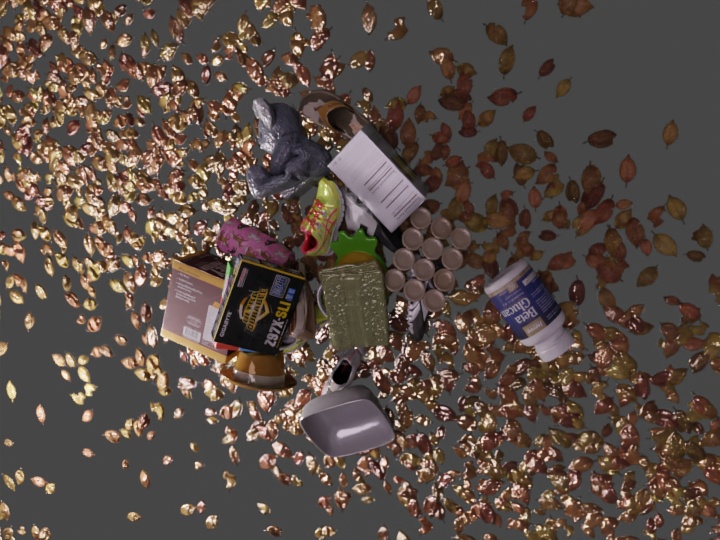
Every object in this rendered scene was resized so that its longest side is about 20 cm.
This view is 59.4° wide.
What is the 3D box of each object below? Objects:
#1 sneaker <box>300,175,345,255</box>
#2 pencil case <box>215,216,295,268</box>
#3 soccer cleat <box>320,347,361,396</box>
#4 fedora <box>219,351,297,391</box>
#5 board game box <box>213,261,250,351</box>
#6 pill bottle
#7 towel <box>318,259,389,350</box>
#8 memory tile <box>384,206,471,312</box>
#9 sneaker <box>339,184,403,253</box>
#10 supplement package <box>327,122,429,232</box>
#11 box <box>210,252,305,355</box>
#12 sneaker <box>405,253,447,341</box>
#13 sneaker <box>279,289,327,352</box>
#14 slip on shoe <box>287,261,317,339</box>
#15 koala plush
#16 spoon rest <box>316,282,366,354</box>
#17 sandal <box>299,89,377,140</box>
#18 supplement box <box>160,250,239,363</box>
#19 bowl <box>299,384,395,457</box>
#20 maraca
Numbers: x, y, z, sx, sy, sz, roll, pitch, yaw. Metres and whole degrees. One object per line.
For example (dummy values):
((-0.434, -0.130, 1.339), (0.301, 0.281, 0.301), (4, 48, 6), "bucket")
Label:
((-0.093, -0.115, 1.432), (0.078, 0.089, 0.204), (38, 131, 42), "sneaker")
((-0.256, -0.050, 1.538), (0.198, 0.087, 0.084), (31, 140, 11), "pencil case")
((-0.056, 0.278, 1.534), (0.068, 0.085, 0.203), (29, 109, 10), "soccer cleat")
((-0.243, 0.234, 1.537), (0.196, 0.200, 0.084), (12, 93, 16), "fedora")
((-0.251, 0.089, 1.469), (0.150, 0.040, 0.204), (7, 108, -23), "board game box")
((0.362, 0.087, 1.337), (0.110, 0.111, 0.202), (-37, 88, 22), "pill bottle")
((-0.009, 0.080, 1.393), (0.145, 0.037, 0.205), (-6, 111, 8), "towel")
((0.149, -0.024, 1.390), (0.151, 0.017, 0.203), (24, 82, 4), "memory tile")
((0.017, -0.108, 1.443), (0.201, 0.074, 0.089), (50, 124, 8), "sneaker")
((0.043, -0.203, 1.371), (0.200, 0.114, 0.109), (45, 111, -7), "supplement package")
((-0.231, 0.080, 1.423), (0.157, 0.049, 0.204), (17, 104, -27), "box")
((0.152, 0.066, 1.429), (0.088, 0.066, 0.205), (6, 101, 20), "sneaker")
((-0.134, 0.131, 1.535), (0.075, 0.076, 0.201), (40, 108, 9), "sneaker")
((-0.133, 0.072, 1.486), (0.059, 0.203, 0.076), (16, 134, -24), "slip on shoe")
((-0.165, -0.286, 1.411), (0.181, 0.176, 0.204), (-24, 83, 28), "koala plush")
((-0.047, 0.114, 1.486), (0.060, 0.099, 0.203), (-30, 98, -2), "spoon rest")
((-0.051, -0.343, 1.419), (0.198, 0.054, 0.081), (33, 111, 9), "sandal")
((-0.367, 0.085, 1.575), (0.193, 0.133, 0.204), (20, 107, 14), "supplement box")
((-0.031, 0.354, 1.510), (0.196, 0.076, 0.201), (-20, 130, 13), "bowl")
((0.000, 0.000, 1.436), (0.134, 0.108, 0.204), (-7, 116, 16), "maraca")
